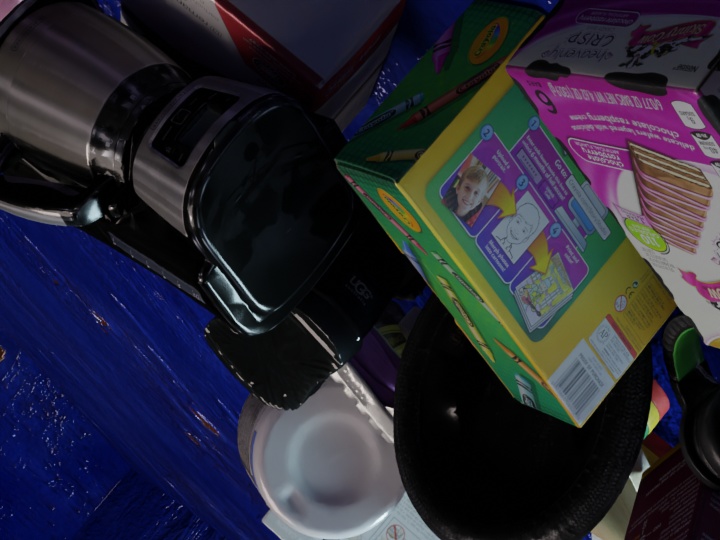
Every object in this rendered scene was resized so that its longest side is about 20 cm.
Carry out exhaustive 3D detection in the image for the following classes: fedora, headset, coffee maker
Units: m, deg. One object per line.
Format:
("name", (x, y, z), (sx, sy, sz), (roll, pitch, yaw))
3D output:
("fedora", (0.114, 0.083, 1.176), (0.200, 0.202, 0.091), (29, -174, 38))
("headset", (0.248, 0.094, 1.095), (0.123, 0.094, 0.201), (14, 134, 59))
("coffee maker", (-0.098, -0.061, 1.094), (0.199, 0.135, 0.192), (30, -174, 34))

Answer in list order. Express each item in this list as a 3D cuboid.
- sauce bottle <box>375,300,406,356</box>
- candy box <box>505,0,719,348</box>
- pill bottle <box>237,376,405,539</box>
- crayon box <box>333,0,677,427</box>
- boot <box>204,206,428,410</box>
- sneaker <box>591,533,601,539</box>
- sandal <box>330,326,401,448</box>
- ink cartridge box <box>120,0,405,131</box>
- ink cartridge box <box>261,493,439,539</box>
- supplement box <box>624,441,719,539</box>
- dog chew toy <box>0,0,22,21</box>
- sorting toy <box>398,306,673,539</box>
("sauce bottle", (0.022, 0.072, 1.495), (0.201, 0.066, 0.066), (55, 169, 14))
("candy box", (0.172, -0.037, 0.881), (0.200, 0.061, 0.136), (49, 163, -29))
("pill bottle", (-0.032, 0.126, 1.413), (0.114, 0.114, 0.200), (43, 176, -8))
("crayon box", (0.089, -0.028, 1.007), (0.058, 0.119, 0.200), (21, 155, 53))
("boot", (0.000, 0.000, 1.194), (0.077, 0.168, 0.200), (49, 156, -5))
("sneaker", (0.221, 0.233, 1.485), (0.075, 0.089, 0.200), (43, 166, -15))
("sandal", (0.046, 0.091, 1.309), (0.050, 0.083, 0.202), (-34, 119, 31))
("ink cartridge box", (-0.063, -0.146, 1.121), (0.147, 0.083, 0.200), (39, 165, 4))
("ink cartridge box", (0.043, 0.174, 1.543), (0.160, 0.200, 0.047), (40, 177, 0))
("supplement box", (0.215, 0.193, 1.137), (0.110, 0.200, 0.086), (38, 128, -7))
("dog chew toy", (-0.272, -0.254, 1.287), (0.124, 0.124, 0.201), (21, 148, 52))
("sorting toy", (0.148, 0.106, 1.339), (0.198, 0.070, 0.200), (29, 161, 39))
